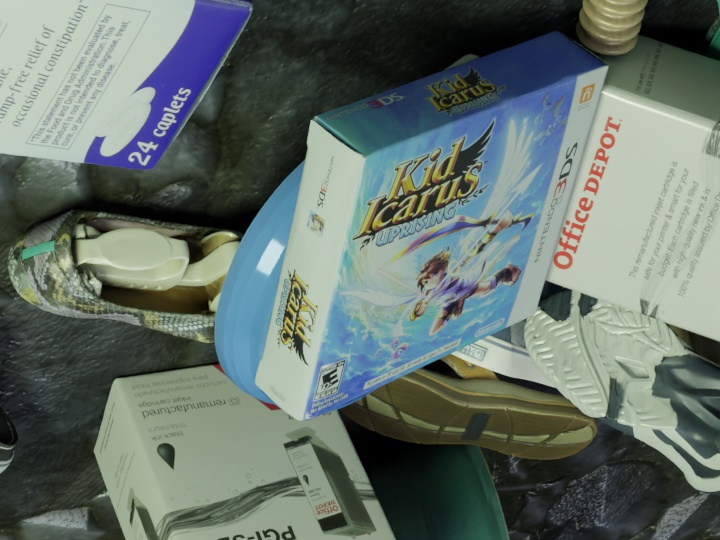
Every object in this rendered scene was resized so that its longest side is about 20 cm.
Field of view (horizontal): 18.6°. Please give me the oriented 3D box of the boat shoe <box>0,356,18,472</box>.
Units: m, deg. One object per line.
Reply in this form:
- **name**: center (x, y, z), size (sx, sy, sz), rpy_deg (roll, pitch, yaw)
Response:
- **boat shoe**: center (-0.244, 0.055, 1.278), size (0.066, 0.070, 0.200), rpy_deg (-29, 138, 7)

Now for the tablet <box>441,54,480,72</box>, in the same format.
- **tablet**: center (0.024, -0.022, 1.274), size (0.130, 0.014, 0.201), rpy_deg (-36, 147, -26)

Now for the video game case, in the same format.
- **video game case**: center (0.041, -0.026, 1.236), size (0.199, 0.045, 0.182), rpy_deg (-23, 138, -40)

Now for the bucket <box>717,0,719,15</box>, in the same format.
- **bucket**: center (0.312, -0.158, 1.241), size (0.206, 0.208, 0.135), rpy_deg (2, 144, -34)

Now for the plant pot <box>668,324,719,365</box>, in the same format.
- **plant pot**: center (0.298, 0.008, 1.473), size (0.182, 0.201, 0.201), rpy_deg (-12, 145, -2)

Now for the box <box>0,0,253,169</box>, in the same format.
- **box**: center (-0.175, -0.153, 0.938), size (0.199, 0.184, 0.105), rpy_deg (5, 137, -37)

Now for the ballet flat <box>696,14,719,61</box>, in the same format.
- **ballet flat**: center (0.222, -0.091, 1.387), size (0.074, 0.074, 0.200), rpy_deg (1, 141, -34)

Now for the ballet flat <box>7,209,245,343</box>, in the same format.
- **ballet flat**: center (-0.104, 0.002, 1.281), size (0.200, 0.072, 0.072), rpy_deg (6, 134, -37)

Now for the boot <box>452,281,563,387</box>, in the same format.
- **boot**: center (0.117, 0.024, 1.463), size (0.091, 0.072, 0.200), rpy_deg (-68, 161, 3)

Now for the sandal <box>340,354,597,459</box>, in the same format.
- **sandal**: center (0.065, 0.081, 1.499), size (0.199, 0.054, 0.080), rpy_deg (11, 145, -12)

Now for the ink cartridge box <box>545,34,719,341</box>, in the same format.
- **ink cartridge box**: center (0.217, -0.041, 1.324), size (0.199, 0.084, 0.146), rpy_deg (20, 126, 4)

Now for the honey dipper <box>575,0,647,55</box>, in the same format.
- **honey dipper**: center (0.156, -0.207, 1.220), size (0.038, 0.038, 0.201), rpy_deg (-11, 139, -20)

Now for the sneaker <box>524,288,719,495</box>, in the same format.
- **sneaker**: center (0.197, 0.088, 1.390), size (0.130, 0.198, 0.080), rpy_deg (69, 43, -65)

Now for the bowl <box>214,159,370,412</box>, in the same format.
- **bowl**: center (0.000, 0.000, 1.317), size (0.200, 0.039, 0.201), rpy_deg (-35, 145, -28)

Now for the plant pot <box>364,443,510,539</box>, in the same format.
- **plant pot**: center (-0.001, 0.225, 1.560), size (0.195, 0.201, 0.201), rpy_deg (-10, 143, -8)

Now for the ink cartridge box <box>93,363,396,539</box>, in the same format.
- **ink cartridge box**: center (-0.068, 0.159, 1.403), size (0.146, 0.201, 0.083), rpy_deg (-8, 141, -25)
